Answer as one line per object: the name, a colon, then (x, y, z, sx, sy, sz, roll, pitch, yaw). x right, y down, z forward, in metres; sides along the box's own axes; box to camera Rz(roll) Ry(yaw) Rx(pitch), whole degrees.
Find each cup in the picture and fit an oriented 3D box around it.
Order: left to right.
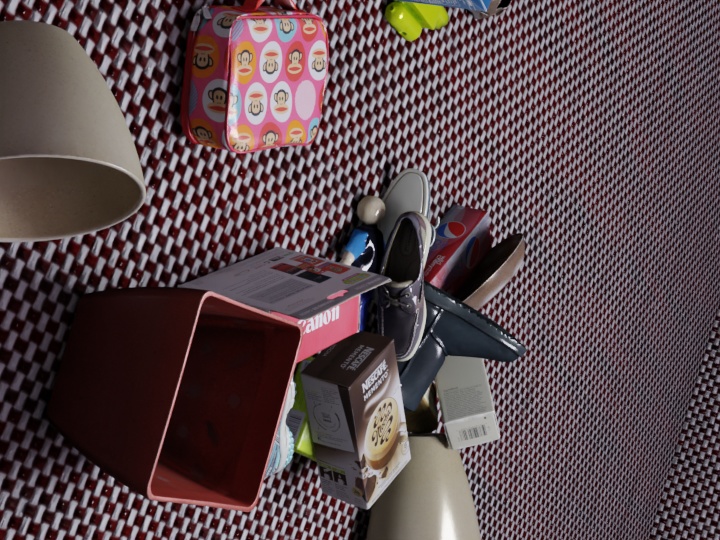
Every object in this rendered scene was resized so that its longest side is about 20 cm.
cup: (-0.286, -0.125, 1.161, 0.200, 0.198, 0.146, 23, 56, -61)

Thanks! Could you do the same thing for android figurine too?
android figurine: (0.081, -0.405, 1.821, 0.200, 0.041, 0.185, 30, 76, -62)

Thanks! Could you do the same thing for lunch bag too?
lunch bag: (-0.112, -0.224, 1.511, 0.199, 0.081, 0.179, -12, 112, -58)

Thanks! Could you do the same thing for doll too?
doll: (0.000, 0.000, 1.834, 0.136, 0.048, 0.203, 11, 91, -64)

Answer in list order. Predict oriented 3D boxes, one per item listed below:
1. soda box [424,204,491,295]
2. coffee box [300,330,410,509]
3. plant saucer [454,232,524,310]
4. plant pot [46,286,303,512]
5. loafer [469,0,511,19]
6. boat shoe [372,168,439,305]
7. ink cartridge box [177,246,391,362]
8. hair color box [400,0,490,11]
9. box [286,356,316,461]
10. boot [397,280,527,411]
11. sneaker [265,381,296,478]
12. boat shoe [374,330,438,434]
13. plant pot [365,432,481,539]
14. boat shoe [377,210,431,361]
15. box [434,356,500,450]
soda box: (0.125, -0.015, 2.036, 0.200, 0.063, 0.071, -49, 141, -41)
coffee box: (-0.004, 0.191, 1.778, 0.113, 0.079, 0.202, -43, 136, -42)
plant saucer: (0.174, 0.022, 2.029, 0.032, 0.200, 0.200, 48, 49, -7)
plant pot: (-0.200, 0.118, 1.397, 0.199, 0.174, 0.203, 25, 80, -60)
loafer: (0.195, -0.396, 1.973, 0.200, 0.070, 0.074, -32, 130, -70)
boat shoe: (0.066, -0.045, 1.907, 0.062, 0.074, 0.203, -12, 113, -57)
ink cartridge box: (-0.085, 0.050, 1.574, 0.199, 0.174, 0.085, -23, 122, -55)
hair color box: (0.075, -0.382, 1.656, 0.061, 0.198, 0.101, 49, 60, -55)
box: (-0.037, 0.202, 1.853, 0.200, 0.047, 0.124, 36, 70, -58)
boot: (0.110, 0.124, 1.896, 0.170, 0.198, 0.076, -59, -169, 6)
sneaker: (-0.128, 0.177, 1.653, 0.086, 0.077, 0.203, -39, 133, -43)
boat shoe: (0.063, 0.151, 1.997, 0.067, 0.073, 0.202, -79, 154, -49)
plant pot: (0.094, 0.346, 2.038, 0.187, 0.185, 0.204, 7, 82, -61)
boat shoe: (0.053, 0.020, 1.822, 0.065, 0.071, 0.203, 7, 92, -71)
box: (0.151, 0.163, 2.038, 0.202, 0.081, 0.069, -97, 172, -45)
